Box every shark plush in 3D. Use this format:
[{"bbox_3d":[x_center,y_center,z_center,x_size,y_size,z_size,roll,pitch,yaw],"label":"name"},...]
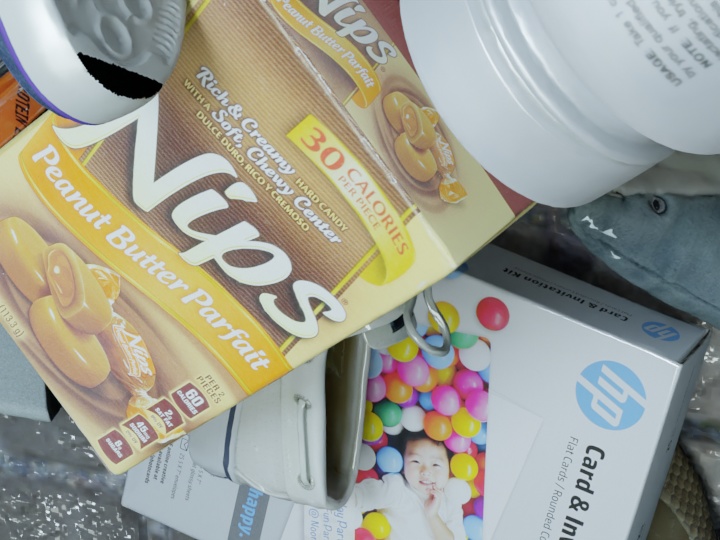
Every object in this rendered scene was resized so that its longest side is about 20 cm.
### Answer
[{"bbox_3d":[0.151,0.028,1.019,0.091,0.083,0.200,-27,109,32],"label":"shark plush"}]

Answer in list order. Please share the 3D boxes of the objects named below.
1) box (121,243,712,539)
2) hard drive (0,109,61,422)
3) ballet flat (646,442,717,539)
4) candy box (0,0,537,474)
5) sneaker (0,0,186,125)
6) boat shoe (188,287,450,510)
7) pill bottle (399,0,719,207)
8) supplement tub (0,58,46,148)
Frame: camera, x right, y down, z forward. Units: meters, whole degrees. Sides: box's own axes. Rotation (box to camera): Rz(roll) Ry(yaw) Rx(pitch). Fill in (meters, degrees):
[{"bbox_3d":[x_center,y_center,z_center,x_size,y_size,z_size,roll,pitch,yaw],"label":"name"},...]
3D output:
[{"bbox_3d":[0.016,0.057,1.085,0.200,0.041,0.156,23,118,15],"label":"box"},{"bbox_3d":[-0.216,-0.017,1.159,0.200,0.033,0.140,8,123,15],"label":"hard drive"},{"bbox_3d":[0.112,0.123,1.116,0.067,0.046,0.200,-19,112,29],"label":"ballet flat"},{"bbox_3d":[-0.047,-0.021,0.937,0.115,0.055,0.200,54,137,-4],"label":"candy box"},{"bbox_3d":[-0.141,-0.099,0.897,0.146,0.200,0.081,-35,148,27],"label":"sneaker"},{"bbox_3d":[-0.002,0.003,1.006,0.086,0.075,0.202,23,120,18],"label":"boat shoe"},{"bbox_3d":[0.113,-0.103,0.802,0.200,0.113,0.113,-31,107,35],"label":"pill bottle"},{"bbox_3d":[-0.197,-0.120,1.025,0.122,0.123,0.200,-33,102,34],"label":"supplement tub"}]
